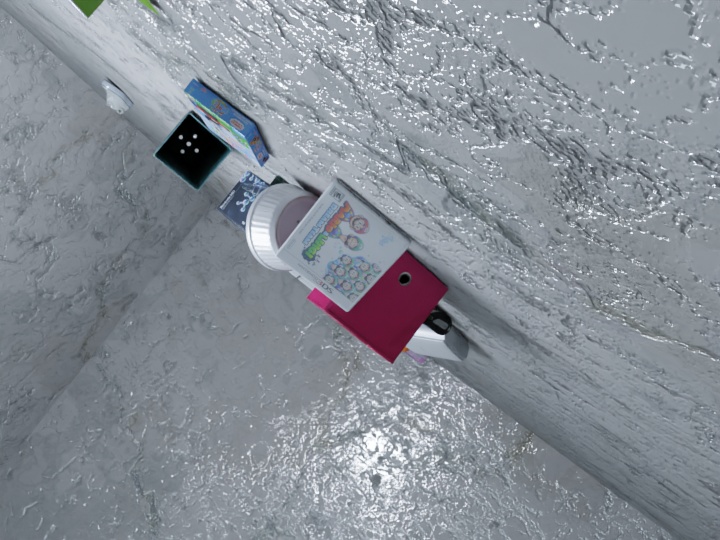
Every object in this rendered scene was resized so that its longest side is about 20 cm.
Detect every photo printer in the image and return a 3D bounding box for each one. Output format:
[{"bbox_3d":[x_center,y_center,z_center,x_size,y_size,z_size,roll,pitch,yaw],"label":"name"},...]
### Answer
[{"bbox_3d":[0.201,0.203,1.815,0.199,0.070,0.166,6,154,37],"label":"photo printer"}]

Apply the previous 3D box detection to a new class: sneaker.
[{"bbox_3d":[-0.909,-0.635,2.263,0.073,0.071,0.200,36,174,9],"label":"sneaker"},{"bbox_3d":[0.144,0.101,1.634,0.200,0.076,0.115,38,173,-27],"label":"sneaker"}]

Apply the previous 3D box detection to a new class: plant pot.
[{"bbox_3d":[-0.455,-0.328,1.633,0.141,0.141,0.200,40,-179,-26],"label":"plant pot"}]

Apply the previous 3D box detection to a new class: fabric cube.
[{"bbox_3d":[0.030,0.049,1.327,0.196,0.200,0.200,40,173,-16],"label":"fabric cube"}]

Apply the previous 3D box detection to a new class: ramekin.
[{"bbox_3d":[-0.151,-0.094,1.381,0.094,0.203,0.202,11,156,49],"label":"ramekin"}]

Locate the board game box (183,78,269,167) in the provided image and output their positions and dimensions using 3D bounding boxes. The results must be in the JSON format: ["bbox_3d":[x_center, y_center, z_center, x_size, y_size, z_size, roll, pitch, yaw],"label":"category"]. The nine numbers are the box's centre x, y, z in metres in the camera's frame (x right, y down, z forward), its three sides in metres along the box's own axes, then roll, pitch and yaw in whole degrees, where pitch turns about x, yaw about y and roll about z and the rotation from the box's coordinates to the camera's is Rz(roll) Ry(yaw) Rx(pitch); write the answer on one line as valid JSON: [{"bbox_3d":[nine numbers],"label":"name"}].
[{"bbox_3d":[-0.266,-0.294,1.244,0.151,0.037,0.200,37,175,4],"label":"board game box"}]

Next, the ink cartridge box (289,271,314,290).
[{"bbox_3d":[-0.129,-0.032,1.810,0.200,0.145,0.084,41,-162,-33],"label":"ink cartridge box"}]

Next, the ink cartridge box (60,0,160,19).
[{"bbox_3d":[-0.404,-0.425,0.862,0.200,0.076,0.148,37,174,16],"label":"ink cartridge box"}]

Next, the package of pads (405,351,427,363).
[{"bbox_3d":[0.268,0.417,3.314,0.200,0.076,0.120,42,170,-34],"label":"package of pads"}]

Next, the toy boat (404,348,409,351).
[{"bbox_3d":[0.177,0.227,2.132,0.200,0.131,0.130,41,173,-31],"label":"toy boat"}]

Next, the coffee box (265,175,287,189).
[{"bbox_3d":[-0.193,-0.184,1.601,0.123,0.044,0.200,38,174,-12],"label":"coffee box"}]

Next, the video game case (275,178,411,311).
[{"bbox_3d":[-0.035,-0.041,1.143,0.182,0.200,0.024,38,-152,-8],"label":"video game case"}]

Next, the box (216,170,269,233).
[{"bbox_3d":[-0.290,-0.170,1.784,0.199,0.149,0.107,34,173,28],"label":"box"}]
